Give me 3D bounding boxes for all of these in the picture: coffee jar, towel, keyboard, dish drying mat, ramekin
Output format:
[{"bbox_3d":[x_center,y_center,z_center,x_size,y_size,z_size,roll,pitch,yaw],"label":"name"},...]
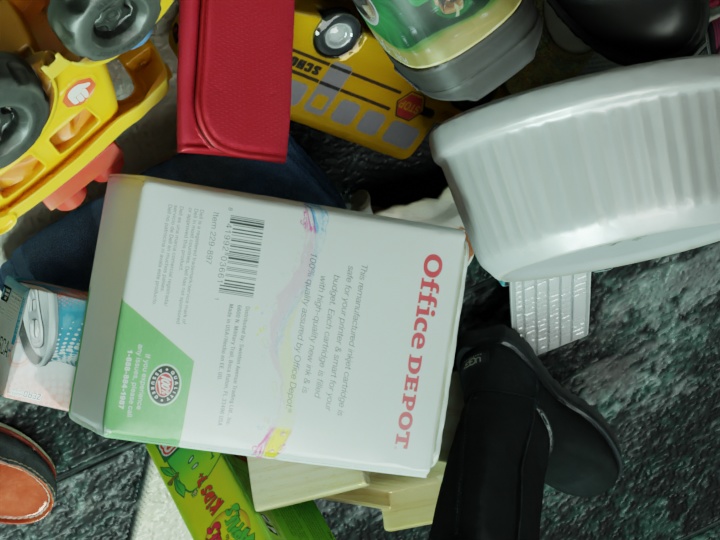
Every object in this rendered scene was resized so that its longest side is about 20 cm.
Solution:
[{"bbox_3d":[0.020,-0.189,1.443,0.085,0.104,0.200,-36,120,-3],"label":"coffee jar"},{"bbox_3d":[-0.112,-0.017,1.573,0.200,0.049,0.112,-28,134,15],"label":"towel"},{"bbox_3d":[0.124,0.016,1.714,0.056,0.011,0.200,-16,158,-3],"label":"keyboard"},{"bbox_3d":[-0.066,-0.162,1.447,0.077,0.018,0.200,4,87,-42],"label":"dish drying mat"},{"bbox_3d":[0.145,-0.055,1.529,0.202,0.094,0.202,-11,174,-1],"label":"ramekin"}]

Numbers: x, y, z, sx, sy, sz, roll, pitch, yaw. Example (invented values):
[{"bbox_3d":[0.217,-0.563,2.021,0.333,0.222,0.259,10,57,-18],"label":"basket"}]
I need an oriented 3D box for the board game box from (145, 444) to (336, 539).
[{"bbox_3d":[-0.057,0.177,1.672,0.048,0.200,0.102,-45,133,11],"label":"board game box"}]

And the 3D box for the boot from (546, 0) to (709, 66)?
[{"bbox_3d":[0.113,-0.201,1.434,0.079,0.211,0.158,-41,177,2],"label":"boot"}]

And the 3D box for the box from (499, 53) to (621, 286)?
[{"bbox_3d":[0.130,-0.088,1.668,0.082,0.049,0.200,-9,128,-21],"label":"box"}]

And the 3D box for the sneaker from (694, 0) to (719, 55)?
[{"bbox_3d":[0.242,-0.085,1.714,0.081,0.075,0.200,-28,134,-6],"label":"sneaker"}]

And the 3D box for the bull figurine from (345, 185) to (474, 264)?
[{"bbox_3d":[0.000,0.000,1.658,0.200,0.065,0.121,-46,131,10],"label":"bull figurine"}]

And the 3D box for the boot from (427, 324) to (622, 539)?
[{"bbox_3d":[0.109,0.157,1.706,0.066,0.200,0.165,-29,123,28],"label":"boot"}]

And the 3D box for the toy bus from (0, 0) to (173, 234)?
[{"bbox_3d":[-0.170,-0.117,1.441,0.200,0.136,0.192,-40,147,2],"label":"toy bus"}]

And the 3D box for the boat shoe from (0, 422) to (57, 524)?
[{"bbox_3d":[-0.265,0.124,1.616,0.200,0.063,0.071,25,109,-41],"label":"boat shoe"}]

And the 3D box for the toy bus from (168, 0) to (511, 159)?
[{"bbox_3d":[-0.008,-0.123,1.555,0.200,0.065,0.078,18,115,-37],"label":"toy bus"}]

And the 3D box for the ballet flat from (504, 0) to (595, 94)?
[{"bbox_3d":[0.140,-0.190,1.544,0.071,0.071,0.200,21,95,-38],"label":"ballet flat"}]

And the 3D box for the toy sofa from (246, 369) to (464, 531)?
[{"bbox_3d":[0.005,0.109,1.698,0.083,0.098,0.200,-16,164,25],"label":"toy sofa"}]

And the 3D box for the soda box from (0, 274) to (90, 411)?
[{"bbox_3d":[-0.116,0.058,1.548,0.200,0.064,0.068,13,92,-22],"label":"soda box"}]

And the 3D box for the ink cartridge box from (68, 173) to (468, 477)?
[{"bbox_3d":[-0.051,0.032,1.491,0.200,0.088,0.145,9,90,-20],"label":"ink cartridge box"}]
